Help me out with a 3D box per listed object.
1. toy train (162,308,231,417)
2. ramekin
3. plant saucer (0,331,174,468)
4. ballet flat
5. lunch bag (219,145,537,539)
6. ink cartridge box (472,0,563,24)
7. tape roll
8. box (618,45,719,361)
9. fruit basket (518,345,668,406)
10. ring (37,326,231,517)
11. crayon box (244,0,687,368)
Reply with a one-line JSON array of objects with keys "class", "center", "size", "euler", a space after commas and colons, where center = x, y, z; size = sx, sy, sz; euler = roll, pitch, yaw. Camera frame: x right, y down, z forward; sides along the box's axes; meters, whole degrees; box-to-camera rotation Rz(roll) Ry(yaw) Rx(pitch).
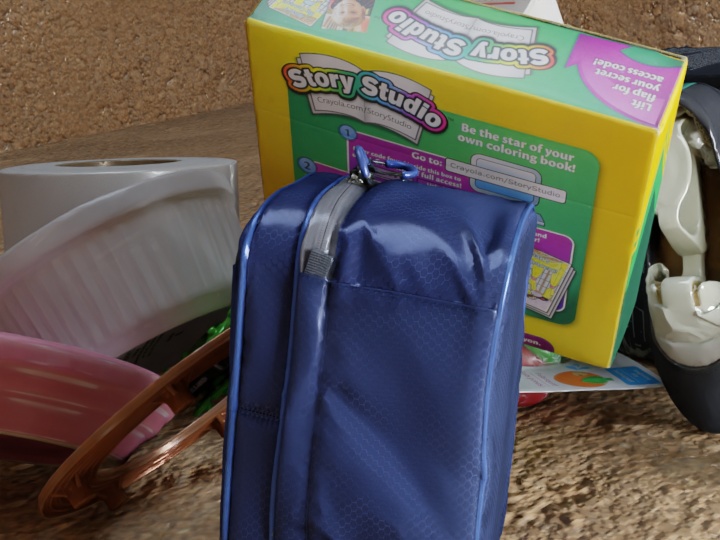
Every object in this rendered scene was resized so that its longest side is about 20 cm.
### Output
[{"class": "toy train", "center": [-0.069, 0.036, 0.850], "size": [0.200, 0.042, 0.056], "euler": [-41, 13, 47]}, {"class": "ramekin", "center": [-0.162, 0.019, 0.927], "size": [0.202, 0.095, 0.202], "euler": [-28, -8, -4]}, {"class": "plant saucer", "center": [-0.208, 0.078, 0.774], "size": [0.199, 0.051, 0.201], "euler": [7, -15, 2]}, {"class": "ballet flat", "center": [0.184, -0.009, 0.747], "size": [0.073, 0.201, 0.073], "euler": [-1, -5, 0]}, {"class": "lunch bag", "center": [0.003, 0.044, 0.596], "size": [0.131, 0.201, 0.136], "euler": [7, 12, 11]}, {"class": "ink cartridge box", "center": [0.056, -0.090, 0.721], "size": [0.116, 0.201, 0.068], "euler": [3, 46, 34]}, {"class": "tape roll", "center": [-0.201, -0.022, 1.129], "size": [0.201, 0.140, 0.203], "euler": [-2, 8, 0]}, {"class": "box", "center": [0.244, -0.042, 0.876], "size": [0.123, 0.201, 0.196], "euler": [-15, 14, -29]}, {"class": "fruit basket", "center": [0.064, 0.046, 0.834], "size": [0.199, 0.094, 0.185], "euler": [-7, 12, -13]}, {"class": "ring", "center": [-0.085, 0.074, 0.715], "size": [0.200, 0.019, 0.200], "euler": [-36, -10, -7]}, {"class": "crayon box", "center": [0.048, -0.051, 0.665], "size": [0.199, 0.173, 0.058], "euler": [18, 51, 16]}]
